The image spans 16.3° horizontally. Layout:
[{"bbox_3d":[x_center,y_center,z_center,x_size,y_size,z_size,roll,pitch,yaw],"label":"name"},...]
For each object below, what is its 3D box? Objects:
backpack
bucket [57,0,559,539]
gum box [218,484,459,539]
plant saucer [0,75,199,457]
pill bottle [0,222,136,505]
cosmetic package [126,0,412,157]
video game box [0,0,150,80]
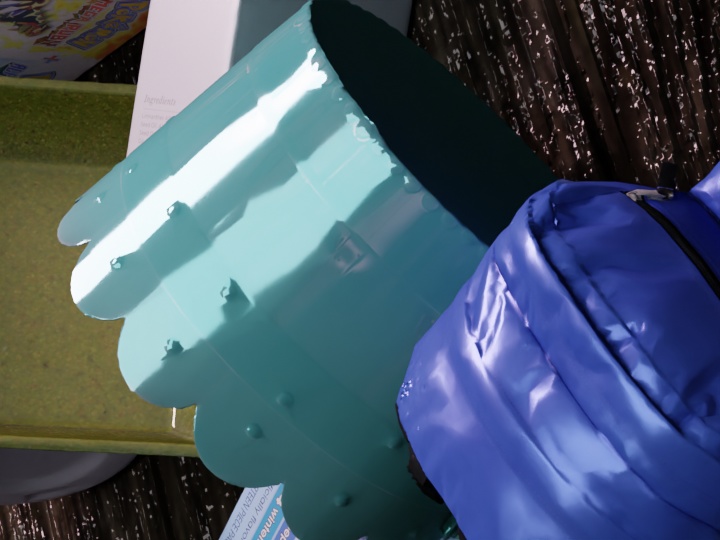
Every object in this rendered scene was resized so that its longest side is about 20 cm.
[{"bbox_3d":[0.121,0.042,0.840,0.168,0.200,0.163,-60,43,25],"label":"backpack"},{"bbox_3d":[0.000,0.000,0.989,0.135,0.207,0.207,-44,50,17],"label":"bucket"},{"bbox_3d":[-0.001,0.177,1.087,0.200,0.045,0.170,48,119,43],"label":"gum box"},{"bbox_3d":[-0.159,0.003,1.199,0.048,0.200,0.200,110,161,-60],"label":"plant saucer"},{"bbox_3d":[-0.182,0.009,1.284,0.111,0.111,0.200,-40,55,39],"label":"pill bottle"},{"bbox_3d":[-0.042,-0.079,1.139,0.071,0.101,0.200,10,92,50],"label":"cosmetic package"},{"bbox_3d":[-0.219,-0.132,1.300,0.200,0.182,0.047,-29,65,45],"label":"video game box"}]
